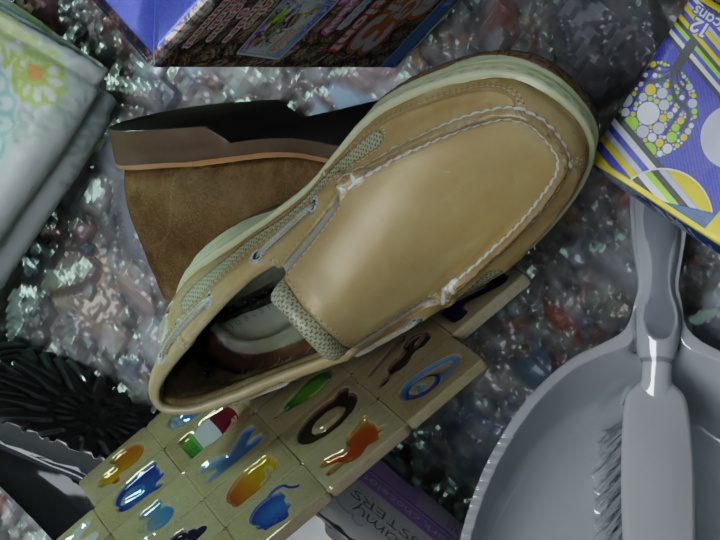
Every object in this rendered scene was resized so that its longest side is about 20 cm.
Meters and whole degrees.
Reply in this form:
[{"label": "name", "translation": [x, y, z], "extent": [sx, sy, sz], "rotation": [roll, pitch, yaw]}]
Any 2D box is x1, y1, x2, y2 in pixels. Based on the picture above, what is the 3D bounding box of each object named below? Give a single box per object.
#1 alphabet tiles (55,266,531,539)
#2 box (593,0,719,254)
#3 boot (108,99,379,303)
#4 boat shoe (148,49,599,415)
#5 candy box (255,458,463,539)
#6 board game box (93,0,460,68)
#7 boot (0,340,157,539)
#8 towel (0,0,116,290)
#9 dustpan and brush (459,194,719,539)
[{"label": "alphabet tiles", "translation": [-0.032, 0.056, 0.961], "extent": [0.200, 0.166, 0.006], "rotation": [-40, 110, -6]}, {"label": "box", "translation": [0.177, -0.007, 0.890], "extent": [0.200, 0.064, 0.070], "rotation": [35, 95, 19]}, {"label": "boot", "translation": [-0.005, -0.023, 1.003], "extent": [0.199, 0.074, 0.076], "rotation": [0, 103, 40]}, {"label": "boat shoe", "translation": [0.000, 0.000, 0.918], "extent": [0.072, 0.076, 0.200], "rotation": [44, 133, -9]}, {"label": "candy box", "translation": [-0.021, 0.177, 1.018], "extent": [0.168, 0.072, 0.200], "rotation": [40, 114, -2]}, {"label": "board game box", "translation": [-0.044, -0.156, 0.911], "extent": [0.097, 0.200, 0.160], "rotation": [-46, 76, 19]}, {"label": "boot", "translation": [-0.127, 0.146, 1.119], "extent": [0.164, 0.066, 0.201], "rotation": [25, 117, 26]}, {"label": "towel", "translation": [-0.212, -0.039, 1.090], "extent": [0.171, 0.048, 0.200], "rotation": [33, 89, 21]}, {"label": "dustpan and brush", "translation": [0.101, 0.052, 0.951], "extent": [0.139, 0.057, 0.201], "rotation": [2, 67, -2]}]
